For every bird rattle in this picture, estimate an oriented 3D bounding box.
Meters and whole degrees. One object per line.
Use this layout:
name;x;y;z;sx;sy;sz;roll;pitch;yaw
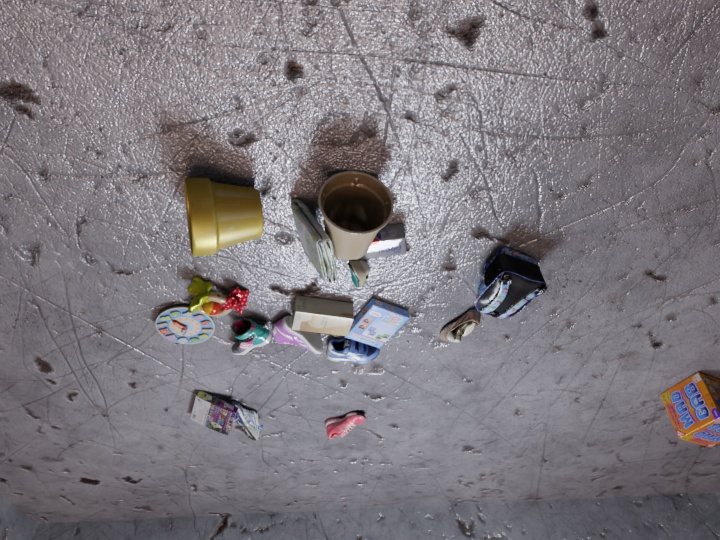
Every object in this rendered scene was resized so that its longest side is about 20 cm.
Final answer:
bird rattle;-0.468;0.098;1.834;0.197;0.114;0.163;8;150;-30

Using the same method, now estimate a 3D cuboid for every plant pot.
plant pot;-0.360;-0.147;1.491;0.186;0.203;0.202;-7;140;-19
plant pot;-0.024;-0.130;1.527;0.197;0.203;0.184;5;148;-7

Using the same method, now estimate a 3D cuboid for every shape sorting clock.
shape sorting clock;-0.603;0.193;1.944;0.196;0.040;0.202;-1;137;-1

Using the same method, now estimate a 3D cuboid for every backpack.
backpack;0.451;0.051;1.763;0.180;0.136;0.201;16;134;-19

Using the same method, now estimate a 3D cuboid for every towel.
towel;-0.126;-0.081;1.564;0.048;0.201;0.173;-25;138;-15

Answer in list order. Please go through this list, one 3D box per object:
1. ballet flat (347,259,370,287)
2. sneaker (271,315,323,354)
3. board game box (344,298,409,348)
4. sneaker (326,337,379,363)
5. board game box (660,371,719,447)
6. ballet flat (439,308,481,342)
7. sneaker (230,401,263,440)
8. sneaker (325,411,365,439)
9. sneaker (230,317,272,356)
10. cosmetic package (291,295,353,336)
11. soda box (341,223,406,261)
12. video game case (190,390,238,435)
ballet flat;0.000;0.000;1.696;0.068;0.071;0.200;-2;169;0
sneaker;-0.226;0.239;1.993;0.114;0.073;0.200;-31;119;32
board game box;0.056;0.188;1.966;0.149;0.037;0.200;20;133;-23
sneaker;-0.027;0.285;2.042;0.196;0.075;0.083;-1;135;-3
board game box;1.407;0.571;2.310;0.197;0.202;0.200;18;135;-21
ballet flat;0.347;0.209;1.979;0.067;0.068;0.200;21;133;-23
sneaker;-0.480;0.620;2.390;0.076;0.085;0.202;-6;121;41
sneaker;-0.062;0.679;2.452;0.198;0.088;0.074;-22;135;20
sneaker;-0.410;0.227;1.958;0.198;0.084;0.121;-26;126;33
cosmetic package;-0.127;0.154;1.897;0.196;0.072;0.106;7;136;-10
soda box;0.034;-0.082;1.656;0.196;0.064;0.069;-6;137;4
video game case;-0.608;0.593;2.342;0.179;0.036;0.201;24;133;-2
